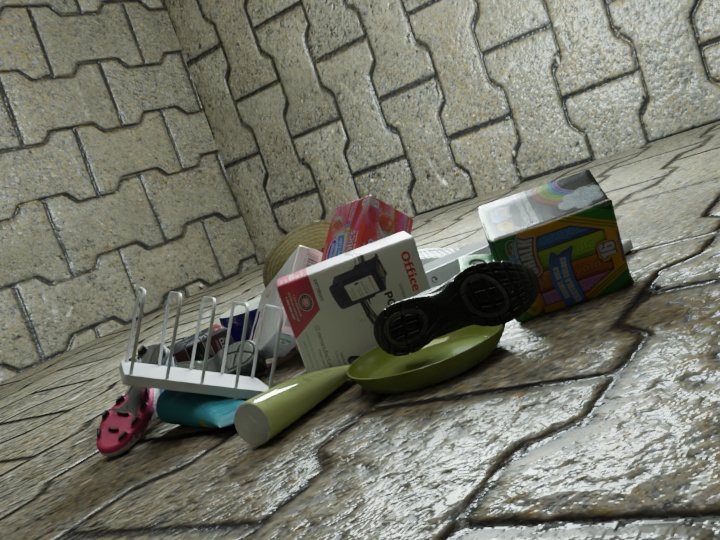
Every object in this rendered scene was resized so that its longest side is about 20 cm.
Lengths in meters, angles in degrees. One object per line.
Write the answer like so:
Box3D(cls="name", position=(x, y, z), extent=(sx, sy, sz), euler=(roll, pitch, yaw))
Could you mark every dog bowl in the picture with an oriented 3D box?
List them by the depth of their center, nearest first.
Box3D(cls="dog bowl", position=(-0.172, 0.093, 1.610), extent=(0.198, 0.080, 0.200), euler=(-20, 7, 2))

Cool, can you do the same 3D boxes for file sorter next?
Box3D(cls="file sorter", position=(-0.218, 0.098, 1.128), extent=(0.198, 0.126, 0.139), euler=(9, -2, -18))

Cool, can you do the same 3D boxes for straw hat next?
Box3D(cls="straw hat", position=(-0.065, 0.012, 1.451), extent=(0.199, 0.202, 0.085), euler=(-22, 47, -15))

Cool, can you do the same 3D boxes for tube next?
Box3D(cls="tube", position=(-0.072, 0.150, 0.988), extent=(0.058, 0.052, 0.200), euler=(29, 24, 20))
Box3D(cls="tube", position=(-0.205, 0.186, 1.094), extent=(0.077, 0.051, 0.199), euler=(-22, 10, -39))

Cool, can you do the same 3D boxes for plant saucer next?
Box3D(cls="plant saucer", position=(0.081, 0.101, 0.974), extent=(0.198, 0.031, 0.200), euler=(-19, 7, 3))

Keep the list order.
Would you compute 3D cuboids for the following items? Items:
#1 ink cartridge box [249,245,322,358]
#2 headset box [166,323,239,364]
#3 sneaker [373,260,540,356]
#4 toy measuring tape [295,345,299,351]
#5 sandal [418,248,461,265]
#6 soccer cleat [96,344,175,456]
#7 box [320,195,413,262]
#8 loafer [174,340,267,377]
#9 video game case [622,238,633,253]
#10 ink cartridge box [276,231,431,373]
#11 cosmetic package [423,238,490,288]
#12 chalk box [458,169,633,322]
Box3D(cls="ink cartridge box", position=(-0.132, 0.072, 1.352), extent=(0.050, 0.162, 0.200), euler=(20, -32, -14))
Box3D(cls="headset box", position=(-0.292, 0.159, 1.397), extent=(0.198, 0.078, 0.149), euler=(-24, 7, -17))
Box3D(cls="sneaker", position=(0.111, 0.038, 0.967), extent=(0.198, 0.077, 0.091), euler=(-17, 1, 7))
Box3D(cls="toy measuring tape", position=(-0.046, 0.072, 1.348), extent=(0.073, 0.074, 0.200), euler=(-13, 21, 45))
Box3D(cls="sandal", position=(0.105, -0.005, 1.394), extent=(0.201, 0.050, 0.082), euler=(-7, 17, -24))
Box3D(cls="soccer cleat", position=(-0.312, 0.198, 1.190), extent=(0.069, 0.087, 0.201), euler=(-1, 41, 16))
Box3D(cls="box", position=(0.000, 0.000, 1.277), extent=(0.094, 0.202, 0.102), euler=(26, -24, -33))
Box3D(cls="loafer", position=(-0.241, 0.175, 1.288), extent=(0.198, 0.063, 0.072), euler=(-21, 46, 6))
Box3D(cls="video game case", position=(0.292, 0.002, 1.203), extent=(0.142, 0.018, 0.199), euler=(-13, 10, 46))
Box3D(cls="ink cartridge box", position=(0.001, 0.049, 1.134), extent=(0.198, 0.146, 0.084), euler=(-20, 8, -3))
Box3D(cls="cosmetic package", position=(0.172, 0.004, 1.320), extent=(0.198, 0.072, 0.101), euler=(-23, 6, -22))
Box3D(cls="chalk box", position=(0.226, -0.025, 1.059), extent=(0.198, 0.125, 0.125), euler=(-19, 23, 10))
